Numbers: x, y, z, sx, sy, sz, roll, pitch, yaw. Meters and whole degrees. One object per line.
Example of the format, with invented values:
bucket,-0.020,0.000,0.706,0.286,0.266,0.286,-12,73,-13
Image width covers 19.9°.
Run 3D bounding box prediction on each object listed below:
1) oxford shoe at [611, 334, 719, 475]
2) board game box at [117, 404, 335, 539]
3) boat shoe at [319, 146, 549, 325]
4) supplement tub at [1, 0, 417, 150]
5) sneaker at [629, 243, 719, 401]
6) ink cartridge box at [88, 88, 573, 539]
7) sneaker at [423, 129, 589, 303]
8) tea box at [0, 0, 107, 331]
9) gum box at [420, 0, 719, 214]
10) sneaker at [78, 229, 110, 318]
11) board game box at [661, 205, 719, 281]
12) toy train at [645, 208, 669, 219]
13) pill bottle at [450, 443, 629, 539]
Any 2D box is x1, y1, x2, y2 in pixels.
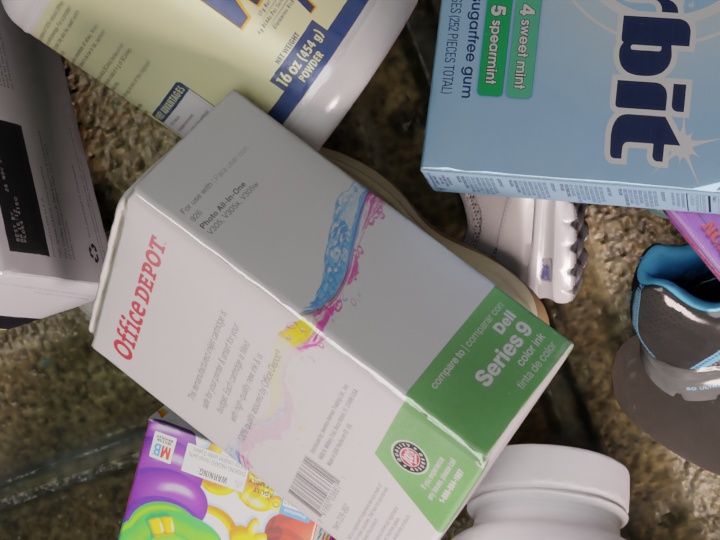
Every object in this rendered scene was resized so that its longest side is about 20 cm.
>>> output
oxford shoe,0.223,0.070,1.029,0.199,0.071,0.072,12,104,28
board game box,-0.076,0.173,1.104,0.103,0.105,0.201,18,105,10
boat shoe,0.000,0.000,1.044,0.200,0.065,0.072,34,134,23
supplement tub,-0.084,-0.149,0.999,0.200,0.145,0.145,34,108,-9
sneaker,0.225,0.005,0.964,0.199,0.073,0.082,-17,138,8
ink cartridge box,-0.020,0.033,0.957,0.200,0.088,0.145,35,147,7
sneaker,0.069,-0.080,1.028,0.082,0.075,0.201,0,102,13
tea box,-0.257,-0.060,1.065,0.196,0.134,0.201,-16,81,16
gum box,0.136,-0.114,0.917,0.199,0.045,0.171,6,80,11
sneaker,-0.070,0.031,1.079,0.199,0.092,0.076,19,106,11
board game box,0.177,-0.076,0.938,0.120,0.032,0.200,-36,75,-2
toy train,0.201,-0.089,0.993,0.199,0.085,0.114,-9,90,16
pill bottle,0.089,0.194,1.024,0.112,0.112,0.201,-1,66,15
